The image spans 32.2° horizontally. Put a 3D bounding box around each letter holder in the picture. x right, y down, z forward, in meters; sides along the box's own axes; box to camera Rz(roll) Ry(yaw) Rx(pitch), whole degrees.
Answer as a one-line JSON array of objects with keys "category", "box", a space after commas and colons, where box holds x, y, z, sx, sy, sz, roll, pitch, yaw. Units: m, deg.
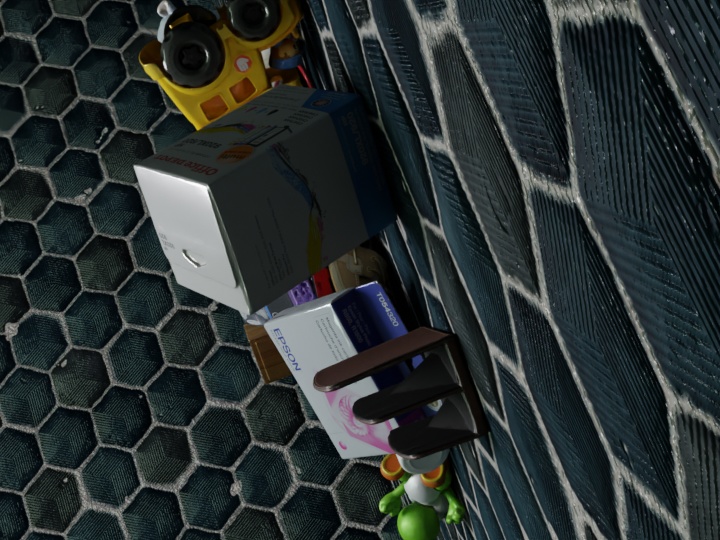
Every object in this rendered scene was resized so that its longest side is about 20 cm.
[{"category": "letter holder", "box": [0.032, 0.131, 1.260, 0.200, 0.141, 0.102, 175, 75, -85]}]

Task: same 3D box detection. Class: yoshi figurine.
[{"category": "yoshi figurine", "box": [0.083, 0.314, 1.697, 0.113, 0.111, 0.201, 59, 173, 33]}]

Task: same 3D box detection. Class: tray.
[{"category": "tray", "box": [-0.056, 0.085, 1.752, 0.099, 0.198, 0.037, 74, 172, -46]}]

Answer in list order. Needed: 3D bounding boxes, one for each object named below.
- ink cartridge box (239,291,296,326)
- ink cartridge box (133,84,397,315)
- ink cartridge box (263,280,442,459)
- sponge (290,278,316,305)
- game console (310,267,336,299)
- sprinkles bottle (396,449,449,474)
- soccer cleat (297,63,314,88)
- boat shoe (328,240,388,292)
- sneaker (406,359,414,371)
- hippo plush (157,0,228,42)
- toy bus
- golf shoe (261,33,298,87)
[{"category": "ink cartridge box", "box": [-0.135, -0.001, 1.621, 0.039, 0.098, 0.201, -63, -34, -36]}, {"category": "ink cartridge box", "box": [-0.095, -0.078, 1.259, 0.146, 0.199, 0.146, 17, 132, 49]}, {"category": "ink cartridge box", "box": [-0.002, 0.121, 1.436, 0.199, 0.043, 0.198, -19, 104, 53]}, {"category": "sponge", "box": [-0.060, 0.037, 1.602, 0.112, 0.029, 0.202, -95, -13, -58]}, {"category": "game console", "box": [-0.030, 0.053, 1.593, 0.200, 0.031, 0.178, 64, -174, -61]}, {"category": "sprinkles bottle", "box": [0.055, 0.176, 1.643, 0.201, 0.067, 0.069, -115, 6, -51]}, {"category": "soccer cleat", "box": [-0.072, -0.186, 1.665, 0.076, 0.066, 0.202, 135, 117, -80]}, {"category": "boat shoe", "box": [0.000, 0.000, 1.540, 0.201, 0.068, 0.074, -108, -5, -46]}, {"category": "sneaker", "box": [0.040, 0.117, 1.561, 0.079, 0.070, 0.200, 64, 179, -22]}, {"category": "hippo plush", "box": [-0.195, -0.331, 1.676, 0.201, 0.158, 0.161, -92, 6, -54]}, {"category": "toy bus", "box": [-0.132, -0.237, 1.469, 0.193, 0.199, 0.136, 57, -174, -21]}, {"category": "golf shoe", "box": [-0.141, -0.241, 1.568, 0.075, 0.091, 0.202, -76, 11, -69]}]
